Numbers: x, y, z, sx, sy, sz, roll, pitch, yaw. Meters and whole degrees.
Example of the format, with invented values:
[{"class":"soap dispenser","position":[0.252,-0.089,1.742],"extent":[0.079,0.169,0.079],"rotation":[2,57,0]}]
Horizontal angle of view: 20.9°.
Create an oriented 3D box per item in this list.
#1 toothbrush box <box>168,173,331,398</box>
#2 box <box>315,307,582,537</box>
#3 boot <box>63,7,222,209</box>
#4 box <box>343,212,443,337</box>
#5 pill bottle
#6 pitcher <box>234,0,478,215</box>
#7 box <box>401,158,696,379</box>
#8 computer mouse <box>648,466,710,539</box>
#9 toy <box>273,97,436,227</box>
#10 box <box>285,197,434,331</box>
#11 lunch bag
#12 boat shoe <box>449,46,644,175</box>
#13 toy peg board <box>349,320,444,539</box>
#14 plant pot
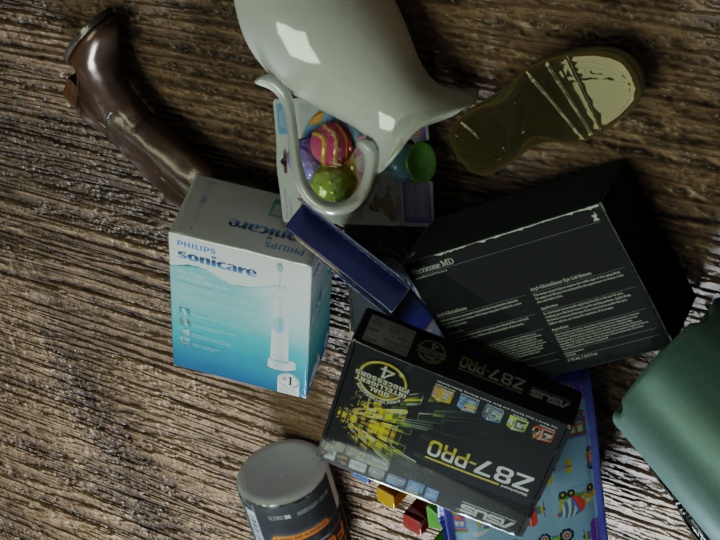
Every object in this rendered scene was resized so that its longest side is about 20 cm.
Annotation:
[{"class":"toothbrush box","position":[-0.107,0.018,1.921],"extent":[0.145,0.086,0.201],"rotation":[13,139,9]},{"class":"box","position":[0.073,0.132,1.676],"extent":[0.198,0.049,0.162],"rotation":[22,137,3]},{"class":"boot","position":[-0.203,-0.146,1.914],"extent":[0.200,0.064,0.187],"rotation":[46,159,7]},{"class":"box","position":[0.078,0.029,1.805],"extent":[0.199,0.044,0.161],"rotation":[27,141,27]},{"class":"pill bottle","position":[-0.065,0.294,2.177],"extent":[0.106,0.106,0.201],"rotation":[16,137,37]},{"class":"pitcher","position":[-0.027,-0.163,1.614],"extent":[0.200,0.171,0.121],"rotation":[47,168,-4]},{"class":"box","position":[0.156,0.008,1.626],"extent":[0.199,0.079,0.142],"rotation":[-16,116,35]},{"class":"computer mouse","position":[0.331,0.195,1.691],"extent":[0.139,0.053,0.199],"rotation":[54,146,-9]},{"class":"toy","position":[-0.019,-0.097,1.747],"extent":[0.199,0.047,0.117],"rotation":[2,99,43]},{"class":"box","position":[0.000,0.000,1.702],"extent":[0.121,0.032,0.200],"rotation":[38,177,14]},{"class":"lunch bag","position":[0.142,0.173,1.782],"extent":[0.094,0.149,0.202],"rotation":[-104,5,-55]},{"class":"boat shoe","position":[0.155,-0.134,1.556],"extent":[0.200,0.063,0.074],"rotation":[-29,98,49]},{"class":"toy peg board","position":[0.053,0.176,1.935],"extent":[0.198,0.098,0.201],"rotation":[26,141,27]},{"class":"plant pot","position":[0.316,0.133,1.537],"extent":[0.196,0.200,0.201],"rotation":[45,147,15]}]
